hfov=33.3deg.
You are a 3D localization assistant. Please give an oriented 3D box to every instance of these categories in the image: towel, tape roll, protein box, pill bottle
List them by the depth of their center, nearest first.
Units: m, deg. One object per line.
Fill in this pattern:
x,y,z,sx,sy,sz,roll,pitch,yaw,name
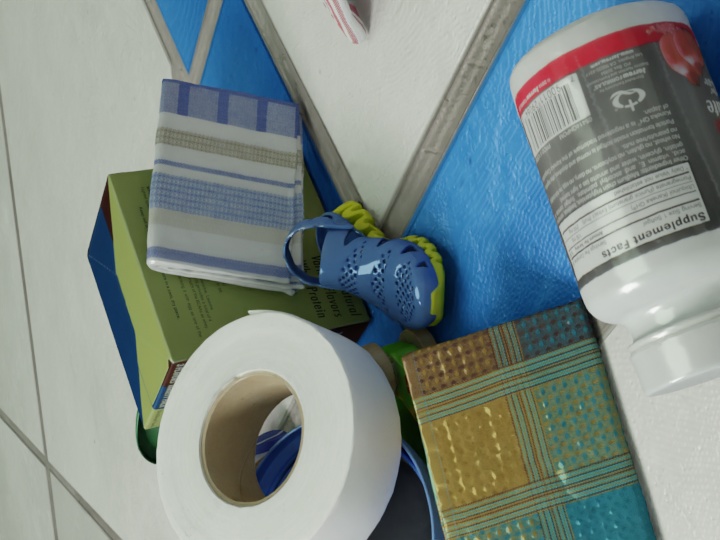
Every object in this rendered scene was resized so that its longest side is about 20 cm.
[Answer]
0.164,-0.038,0.678,0.111,0.109,0.203,-39,65,59,pill bottle
0.117,0.137,0.837,0.145,0.022,0.203,-18,79,19,towel
-0.067,0.138,0.959,0.200,0.070,0.206,-13,67,32,tape roll
-0.059,-0.299,1.015,0.201,0.030,0.147,58,-178,29,towel
-0.120,-0.078,1.104,0.024,0.145,0.203,128,146,-56,towel
-0.131,0.015,1.150,0.201,0.197,0.135,66,149,23,protein box

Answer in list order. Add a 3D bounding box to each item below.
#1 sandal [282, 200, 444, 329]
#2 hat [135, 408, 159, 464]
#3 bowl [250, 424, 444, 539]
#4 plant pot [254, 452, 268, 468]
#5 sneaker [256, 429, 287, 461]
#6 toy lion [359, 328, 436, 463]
0.000,0.000,1.025,0.199,0.086,0.081,27,120,54,sandal
-0.135,0.172,1.324,0.174,0.201,0.167,20,141,25,hat
-0.016,0.219,0.963,0.198,0.039,0.204,-12,67,31,bowl
-0.014,0.278,1.073,0.199,0.185,0.189,36,130,36,plant pot
-0.131,0.244,1.355,0.115,0.080,0.202,50,142,39,sneaker
0.082,0.153,0.959,0.199,0.068,0.195,10,115,61,toy lion
